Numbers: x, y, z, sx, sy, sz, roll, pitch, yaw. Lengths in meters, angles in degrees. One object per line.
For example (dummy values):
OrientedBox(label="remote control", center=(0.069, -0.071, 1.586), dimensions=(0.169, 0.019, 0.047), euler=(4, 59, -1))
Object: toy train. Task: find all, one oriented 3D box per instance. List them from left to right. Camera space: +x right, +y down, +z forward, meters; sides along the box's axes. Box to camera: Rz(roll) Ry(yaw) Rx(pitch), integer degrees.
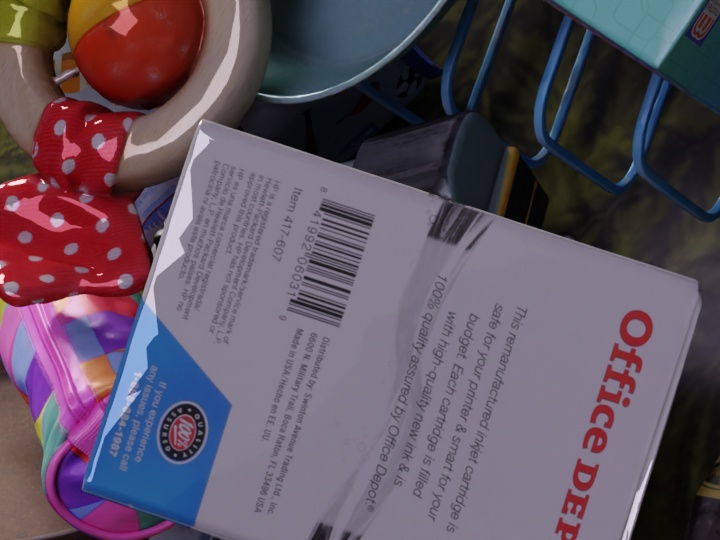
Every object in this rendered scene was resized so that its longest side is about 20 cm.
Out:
OrientedBox(label="toy train", center=(0.000, 0.000, 0.928), dimensions=(0.199, 0.114, 0.085), euler=(-13, 38, 32))

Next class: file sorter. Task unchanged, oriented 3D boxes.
OrientedBox(label="file sorter", center=(0.117, -0.100, 0.923), dimensions=(0.199, 0.139, 0.123), euler=(19, 88, 28))

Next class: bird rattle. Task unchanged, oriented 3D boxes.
OrientedBox(label="bird rattle", center=(-0.114, -0.086, 0.887), dimensions=(0.162, 0.113, 0.201), euler=(-29, 62, 15))

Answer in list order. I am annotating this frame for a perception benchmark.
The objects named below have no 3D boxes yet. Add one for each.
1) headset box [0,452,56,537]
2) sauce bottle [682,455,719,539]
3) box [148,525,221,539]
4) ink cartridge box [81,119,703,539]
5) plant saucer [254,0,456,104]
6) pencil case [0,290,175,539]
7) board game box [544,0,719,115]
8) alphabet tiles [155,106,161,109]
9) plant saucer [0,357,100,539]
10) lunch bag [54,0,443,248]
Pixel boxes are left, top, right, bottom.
OrientedBox(label="headset box", center=(-0.227, 0.150, 1.005), dimensions=(0.199, 0.075, 0.149), euler=(15, 38, 28))
OrientedBox(label="sauce bottle", center=(0.170, 0.095, 0.843), dimensions=(0.066, 0.066, 0.200), euler=(20, 61, 28))
OrientedBox(label="box", center=(-0.037, 0.153, 0.930), dimensions=(0.136, 0.038, 0.200), euler=(20, 58, 28))
OrientedBox(label="ink cartridge box", center=(0.012, 0.044, 0.806), dimensions=(0.199, 0.084, 0.147), euler=(19, 88, 0))
OrientedBox(label="plant saucer", center=(-0.004, -0.165, 0.903), dimensions=(0.199, 0.036, 0.201), euler=(-13, 71, 40))
OrientedBox(label="pencil case", center=(-0.125, 0.039, 0.957), dimensions=(0.088, 0.088, 0.200), euler=(-48, 35, 6))
OrientedBox(label="board game box", center=(0.092, -0.105, 0.747), dimensions=(0.152, 0.200, 0.045), euler=(39, 100, 27))
OrientedBox(label="alphabet tiles", center=(-0.072, -0.185, 0.943), dimensions=(0.167, 0.008, 0.201), euler=(42, 107, 41))
OrientedBox(label="plant saucer", center=(-0.165, 0.082, 1.001), dimensions=(0.199, 0.200, 0.035), euler=(15, 125, 28))
OrientedBox(label="lunch bag", center=(-0.087, -0.121, 1.034), dimensions=(0.170, 0.124, 0.200), euler=(-43, 70, 9))
